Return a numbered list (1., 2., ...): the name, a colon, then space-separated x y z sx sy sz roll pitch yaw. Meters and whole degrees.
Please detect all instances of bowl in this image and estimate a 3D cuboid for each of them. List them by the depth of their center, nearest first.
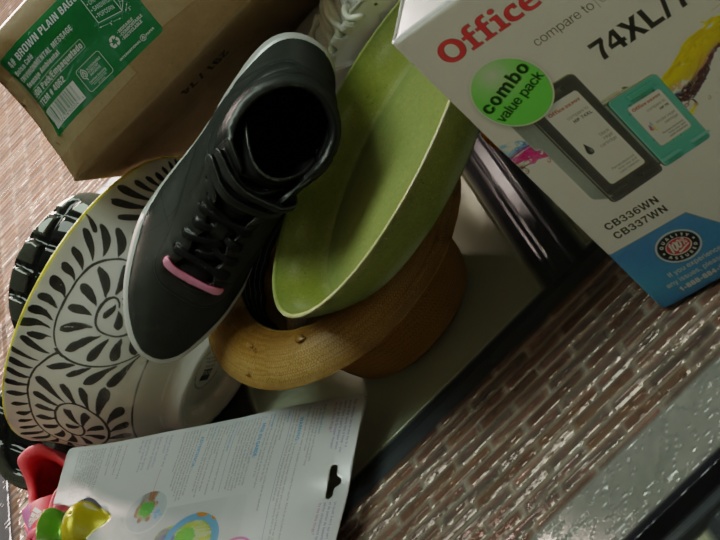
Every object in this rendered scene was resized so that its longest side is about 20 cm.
1. bowl: -0.122 0.040 1.229 0.201 0.094 0.201 -52 -19 -26

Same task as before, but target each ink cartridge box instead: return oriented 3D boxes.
1. ink cartridge box: 0.138 -0.120 0.928 0.146 0.200 0.147 -32 29 33

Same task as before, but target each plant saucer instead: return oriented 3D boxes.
1. plant saucer: 0.016 -0.061 1.025 0.201 0.031 0.201 -54 20 29

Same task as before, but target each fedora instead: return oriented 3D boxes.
1. fedora: 0.000 0.000 1.134 0.200 0.082 0.202 -31 37 27

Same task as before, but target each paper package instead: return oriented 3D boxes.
1. paper package: -0.100 -0.160 1.197 0.200 0.104 0.190 -43 -9 18

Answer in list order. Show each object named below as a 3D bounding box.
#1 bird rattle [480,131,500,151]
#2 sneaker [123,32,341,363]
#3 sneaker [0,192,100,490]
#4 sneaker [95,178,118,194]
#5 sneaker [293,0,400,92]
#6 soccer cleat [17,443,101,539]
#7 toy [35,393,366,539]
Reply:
1. bird rattle: 0.133 -0.148 1.149 0.199 0.112 0.164 -14 56 38
2. sneaker: -0.073 -0.033 1.068 0.201 0.070 0.099 -60 10 8
3. sneaker: -0.194 0.045 1.328 0.075 0.079 0.202 20 99 26
4. sneaker: -0.149 -0.089 1.503 0.202 0.077 0.146 -37 37 5
5. sneaker: 0.008 -0.154 1.134 0.200 0.087 0.075 -37 66 31
6. soccer cleat: -0.170 0.174 1.178 0.067 0.076 0.200 -44 24 11
7. toy: -0.086 0.139 1.096 0.198 0.047 0.116 -10 45 24
